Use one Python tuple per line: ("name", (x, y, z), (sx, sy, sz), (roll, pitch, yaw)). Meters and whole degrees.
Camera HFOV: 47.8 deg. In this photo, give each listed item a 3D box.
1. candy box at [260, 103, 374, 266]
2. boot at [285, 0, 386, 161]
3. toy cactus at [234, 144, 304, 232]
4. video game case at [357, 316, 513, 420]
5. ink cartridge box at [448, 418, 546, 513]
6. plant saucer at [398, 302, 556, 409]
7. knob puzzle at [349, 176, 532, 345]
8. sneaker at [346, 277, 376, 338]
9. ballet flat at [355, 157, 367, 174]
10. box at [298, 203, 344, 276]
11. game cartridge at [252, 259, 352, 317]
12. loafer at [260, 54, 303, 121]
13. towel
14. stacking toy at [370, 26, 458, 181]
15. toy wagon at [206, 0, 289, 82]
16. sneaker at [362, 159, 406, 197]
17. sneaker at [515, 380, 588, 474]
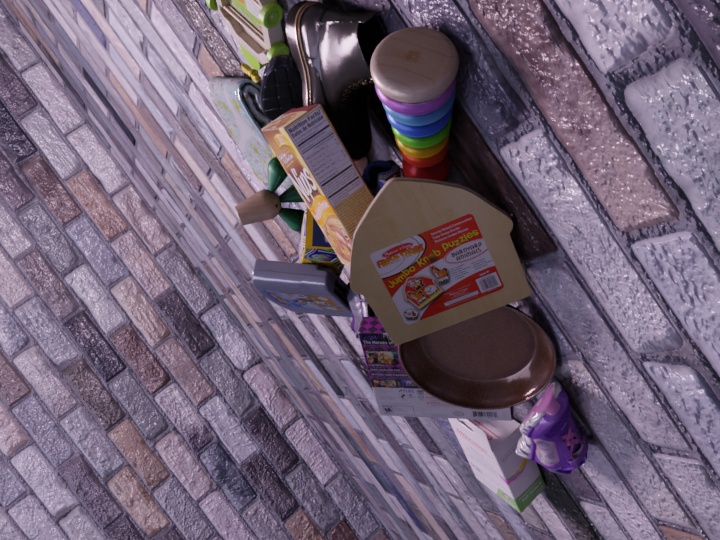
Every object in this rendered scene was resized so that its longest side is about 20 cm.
("candy box", (-0.034, -0.096, 0.964), (0.201, 0.055, 0.115), (58, 167, -18))
("boot", (-0.006, -0.204, 0.930), (0.138, 0.077, 0.201), (24, 149, 48))
("toy cactus", (-0.112, -0.121, 1.228), (0.201, 0.164, 0.103), (74, 171, -45))
("video game case", (0.108, 0.138, 1.126), (0.198, 0.036, 0.182), (-1, 132, 16))
("ink cartridge box", (0.214, 0.279, 1.302), (0.117, 0.067, 0.201), (31, 153, 52))
("plant saucer", (0.148, 0.099, 1.031), (0.198, 0.037, 0.202), (8, 134, 8))
("knob puzzle", (0.077, -0.024, 0.913), (0.031, 0.218, 0.221), (-89, -24, -57))
("sneaker", (0.000, 0.000, 1.173), (0.087, 0.074, 0.203), (-11, 81, 57))
("ballet flat", (-0.022, -0.135, 1.116), (0.070, 0.069, 0.200), (48, 154, 13))
("box", (-0.054, -0.036, 1.163), (0.200, 0.063, 0.071), (115, 157, -75))
("game cartridge", (-0.082, 0.031, 1.218), (0.132, 0.042, 0.200), (1, 164, 16))
("loafer", (-0.085, -0.223, 1.050), (0.200, 0.072, 0.073), (77, -166, -69))
("towel", (-0.175, -0.230, 1.356), (0.171, 0.048, 0.201), (22, 145, 58))
("stacking toy", (0.061, -0.154, 0.847), (0.085, 0.085, 0.201), (44, 165, 24))
("toy wagon", (-0.153, -0.341, 1.096), (0.155, 0.039, 0.201), (46, 162, 23))
("sneaker", (0.031, -0.102, 1.008), (0.079, 0.075, 0.200), (59, 168, -16))
("sneaker", (0.259, 0.215, 1.060), (0.088, 0.081, 0.201), (37, 162, 24))
